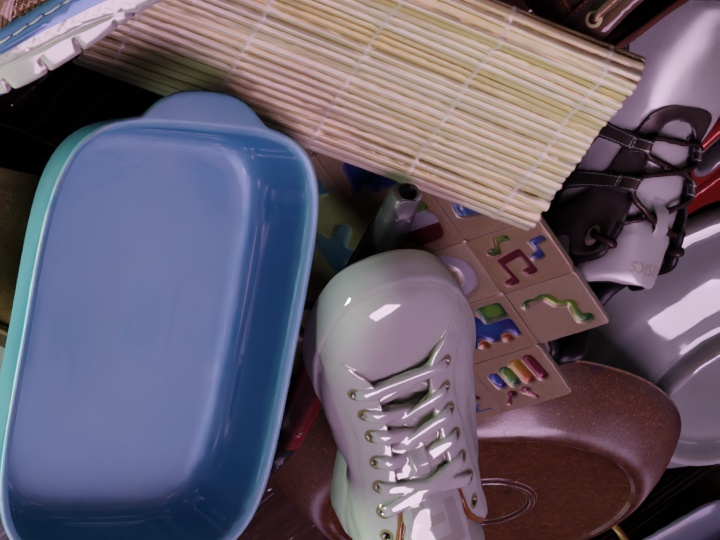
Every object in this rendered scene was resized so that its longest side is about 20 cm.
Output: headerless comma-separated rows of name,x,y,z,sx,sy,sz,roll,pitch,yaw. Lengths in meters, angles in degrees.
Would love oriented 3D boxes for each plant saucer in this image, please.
plant saucer,0.183,0.046,1.261,0.200,0.050,0.200,-15,144,-12
plant saucer,0.057,0.099,1.222,0.200,0.035,0.200,-3,151,-2

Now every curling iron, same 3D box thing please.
curling iron,-0.016,0.033,1.060,0.050,0.026,0.200,-28,160,-43

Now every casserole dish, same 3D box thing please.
casserole dish,-0.084,0.025,0.980,0.121,0.039,0.200,3,104,-34

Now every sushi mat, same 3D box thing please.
sushi mat,-0.002,-0.080,0.964,0.200,0.012,0.096,20,131,-15

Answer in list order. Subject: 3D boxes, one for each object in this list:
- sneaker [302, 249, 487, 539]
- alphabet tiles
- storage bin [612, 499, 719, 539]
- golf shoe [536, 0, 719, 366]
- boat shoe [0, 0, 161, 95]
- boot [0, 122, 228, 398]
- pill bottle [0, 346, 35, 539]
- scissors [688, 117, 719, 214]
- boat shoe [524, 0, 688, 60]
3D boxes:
sneaker,0.026,0.073,1.050,0.073,0.085,0.200,-21,143,-10
alphabet tiles,0.000,0.000,1.060,0.166,0.006,0.200,-18,129,25
storage bin,0.161,0.208,1.400,0.200,0.146,0.134,-32,171,10
golf shoe,0.120,-0.042,1.077,0.078,0.095,0.200,6,133,-34
boat shoe,-0.071,-0.138,0.864,0.200,0.072,0.072,-35,123,1
boot,-0.114,-0.005,1.007,0.200,0.074,0.075,17,118,-30
pill bottle,-0.169,0.106,1.086,0.114,0.114,0.200,-19,144,-6
scissors,0.119,-0.021,1.146,0.200,0.014,0.073,-33,151,-3
boat shoe,0.155,-0.146,0.981,0.200,0.070,0.070,-30,155,7
